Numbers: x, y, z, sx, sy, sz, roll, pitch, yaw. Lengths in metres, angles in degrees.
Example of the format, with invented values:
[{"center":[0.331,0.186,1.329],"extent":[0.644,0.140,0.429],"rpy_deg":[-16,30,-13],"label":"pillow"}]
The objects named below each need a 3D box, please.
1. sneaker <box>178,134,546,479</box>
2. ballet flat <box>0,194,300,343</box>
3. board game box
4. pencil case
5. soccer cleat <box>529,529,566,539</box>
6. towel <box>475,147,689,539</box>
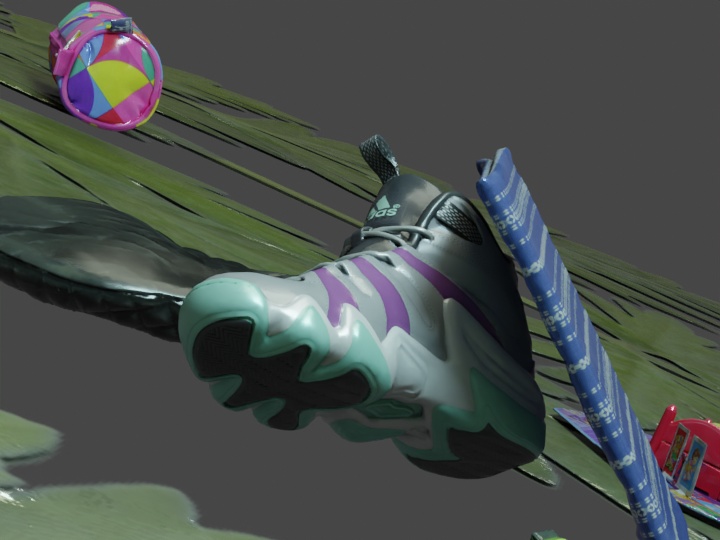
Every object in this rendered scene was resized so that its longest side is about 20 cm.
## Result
[{"center":[0.000,0.000,0.987],"extent":[0.078,0.141,0.200],"rpy_deg":[-20,-31,35],"label":"sneaker"},{"center":[-0.091,0.015,1.032],"extent":[0.199,0.057,0.067],"rpy_deg":[18,35,-6],"label":"ballet flat"},{"center":[0.205,0.106,1.300],"extent":[0.157,0.039,0.200],"rpy_deg":[21,8,-21],"label":"board game box"},{"center":[-0.202,-0.162,1.805],"extent":[0.088,0.089,0.200],"rpy_deg":[22,5,-13],"label":"pencil case"},{"center":[0.111,0.132,0.749],"extent":[0.200,0.068,0.081],"rpy_deg":[13,30,-52],"label":"soccer cleat"},{"center":[0.094,0.045,0.994],"extent":[0.201,0.024,0.145],"rpy_deg":[64,7,-5],"label":"towel"}]
